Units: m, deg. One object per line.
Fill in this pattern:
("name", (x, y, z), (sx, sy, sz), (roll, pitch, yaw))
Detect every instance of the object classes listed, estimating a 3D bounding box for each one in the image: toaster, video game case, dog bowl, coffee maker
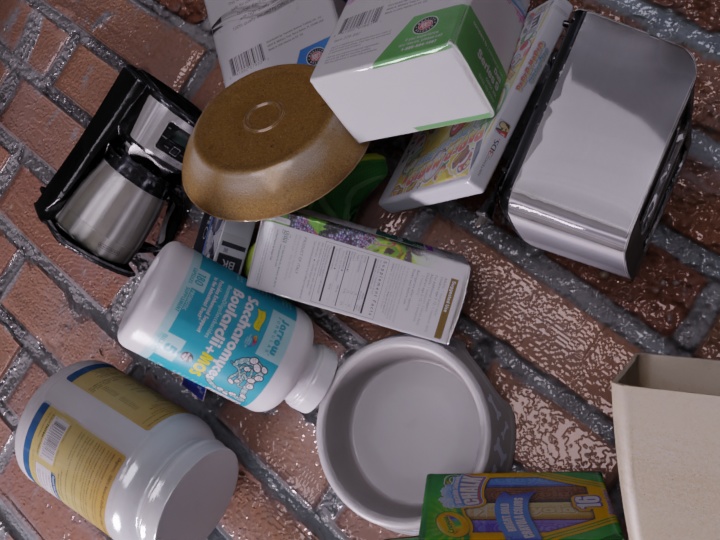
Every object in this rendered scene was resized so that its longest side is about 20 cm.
("toaster", (0.204, -0.093, 0.711), (0.118, 0.181, 0.201), (23, 89, 23))
("video game case", (0.098, -0.144, 0.763), (0.023, 0.200, 0.183), (30, 79, -17))
("dog bowl", (0.047, 0.155, 0.797), (0.198, 0.059, 0.202), (-4, 79, 23))
("coffee maker", (-0.275, -0.127, 0.946), (0.192, 0.135, 0.201), (38, 95, 25))

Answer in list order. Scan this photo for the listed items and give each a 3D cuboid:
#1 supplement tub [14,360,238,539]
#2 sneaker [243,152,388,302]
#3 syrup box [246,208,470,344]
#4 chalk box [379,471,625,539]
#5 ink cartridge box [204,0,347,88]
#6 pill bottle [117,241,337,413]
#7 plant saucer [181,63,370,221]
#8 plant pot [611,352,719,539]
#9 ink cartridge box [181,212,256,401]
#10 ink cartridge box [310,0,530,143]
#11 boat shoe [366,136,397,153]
("supplement tub", (-0.241, 0.195, 0.862), (0.199, 0.145, 0.146), (24, 90, 25))
("sneaker", (-0.035, -0.042, 0.867), (0.200, 0.074, 0.084), (-45, 76, 19))
("syrup box", (0.000, 0.000, 0.791), (0.198, 0.079, 0.082), (15, 99, 1))
("chalk box", (0.108, 0.247, 0.680), (0.198, 0.124, 0.126), (-2, 101, 9))
("ink cartridge box", (-0.083, -0.266, 0.919), (0.144, 0.084, 0.202), (-20, 74, 17))
("pill bottle", (-0.122, 0.064, 0.800), (0.199, 0.111, 0.111), (29, 92, -18))
("plant saucer", (-0.086, -0.135, 0.786), (0.198, 0.036, 0.201), (-11, 51, 13))
("plant pot", (0.296, 0.170, 0.624), (0.198, 0.200, 0.179), (4, 92, 23))
("ink cartridge box", (-0.169, 0.032, 0.894), (0.099, 0.039, 0.202), (4, 79, 64))
("ink cartridge box", (0.062, -0.222, 0.725), (0.144, 0.088, 0.201), (-5, 53, 37))
("boat shoe", (0.015, -0.159, 0.867), (0.201, 0.066, 0.072), (-42, 53, 27))
